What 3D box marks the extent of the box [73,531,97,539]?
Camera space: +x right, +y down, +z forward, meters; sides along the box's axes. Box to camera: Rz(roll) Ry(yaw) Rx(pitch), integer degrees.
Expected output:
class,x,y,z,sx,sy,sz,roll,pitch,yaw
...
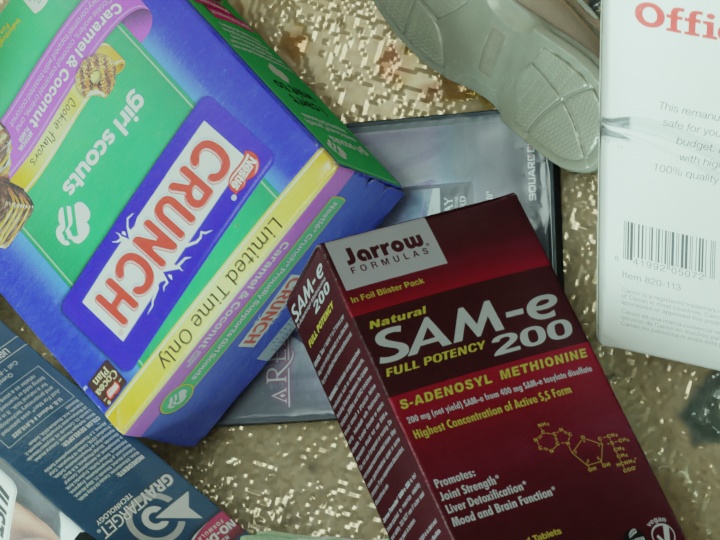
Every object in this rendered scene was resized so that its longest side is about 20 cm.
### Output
class,x,y,z,sx,sy,sz,roll,pitch,yaw
box,-0.075,0.228,1.340,0.200,0.141,0.079,32,49,5

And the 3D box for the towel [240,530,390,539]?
class,x,y,z,sx,sy,sz,roll,pitch,yaw
towel,0.052,0.179,1.313,0.199,0.023,0.153,-1,58,-19

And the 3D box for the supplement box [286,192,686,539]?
class,x,y,z,sx,sy,sz,roll,pitch,yaw
supplement box,0.057,0.073,1.329,0.108,0.061,0.201,-15,66,-25

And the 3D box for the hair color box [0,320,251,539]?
class,x,y,z,sx,sy,sz,roll,pitch,yaw
hair color box,-0.127,0.126,1.416,0.200,0.100,0.060,38,54,19

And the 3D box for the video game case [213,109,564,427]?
class,x,y,z,sx,sy,sz,roll,pitch,yaw
video game case,0.000,0.000,1.438,0.199,0.019,0.144,-4,82,18

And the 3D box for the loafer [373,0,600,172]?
class,x,y,z,sx,sy,sz,roll,pitch,yaw
loafer,0.070,-0.119,1.412,0.200,0.063,0.072,48,129,28

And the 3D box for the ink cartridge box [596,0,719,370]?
class,x,y,z,sx,sy,sz,roll,pitch,yaw
ink cartridge box,0.183,-0.054,1.291,0.146,0.083,0.201,13,128,20

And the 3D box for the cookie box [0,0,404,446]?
class,x,y,z,sx,sy,sz,roll,pitch,yaw
cookie box,-0.104,-0.046,1.429,0.200,0.075,0.171,46,106,25
